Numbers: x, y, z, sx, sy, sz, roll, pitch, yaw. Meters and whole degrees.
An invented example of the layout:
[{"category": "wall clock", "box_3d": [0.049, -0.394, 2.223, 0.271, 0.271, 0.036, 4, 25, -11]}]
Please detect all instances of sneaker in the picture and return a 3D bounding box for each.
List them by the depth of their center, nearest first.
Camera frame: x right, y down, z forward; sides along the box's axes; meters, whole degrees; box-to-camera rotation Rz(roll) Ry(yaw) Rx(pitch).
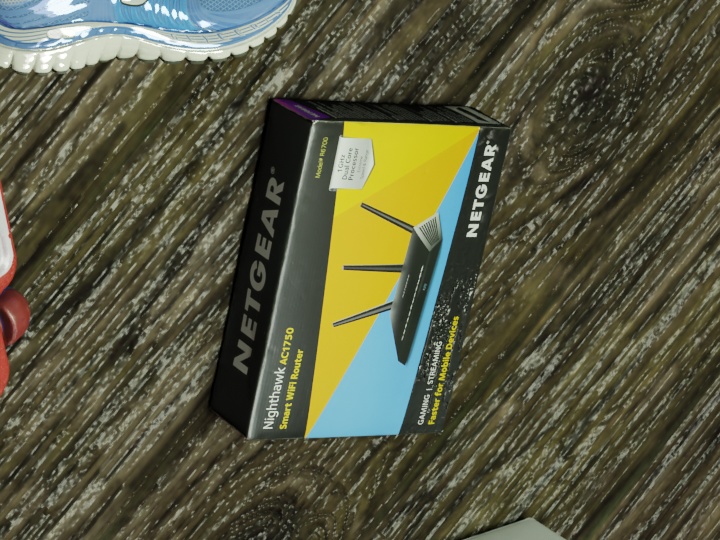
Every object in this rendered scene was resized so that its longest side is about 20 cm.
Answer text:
[{"category": "sneaker", "box_3d": [-0.118, -0.161, 1.557, 0.199, 0.078, 0.090, -10, 118, -33]}]

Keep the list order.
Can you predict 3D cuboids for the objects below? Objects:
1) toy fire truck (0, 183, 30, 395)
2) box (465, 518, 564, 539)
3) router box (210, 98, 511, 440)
[{"category": "toy fire truck", "box_3d": [-0.240, 0.026, 1.538, 0.168, 0.112, 0.201, -40, 132, -40]}, {"category": "box", "box_3d": [0.069, 0.293, 1.855, 0.199, 0.131, 0.200, -15, 118, -32]}, {"category": "router box", "box_3d": [0.000, 0.000, 1.733, 0.149, 0.051, 0.201, 0, 110, -35]}]
